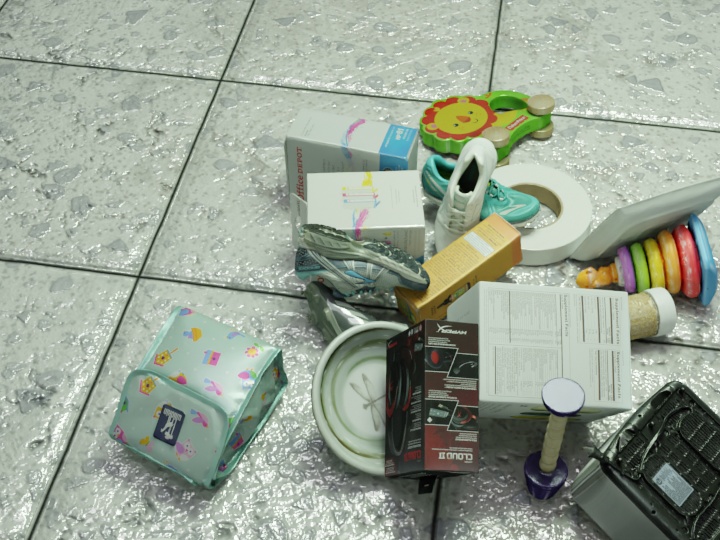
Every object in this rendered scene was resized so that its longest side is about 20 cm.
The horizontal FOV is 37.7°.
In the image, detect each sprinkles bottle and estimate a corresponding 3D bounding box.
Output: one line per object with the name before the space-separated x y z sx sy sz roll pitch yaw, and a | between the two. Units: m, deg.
sprinkles bottle | 0.347 0.076 1.505 0.198 0.069 0.069 -11 47 -10

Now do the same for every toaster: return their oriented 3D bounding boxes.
toaster | 0.372 0.252 1.283 0.200 0.119 0.180 45 58 12

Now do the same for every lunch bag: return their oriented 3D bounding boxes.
lunch bag | -0.214 0.171 1.383 0.169 0.122 0.201 22 59 17

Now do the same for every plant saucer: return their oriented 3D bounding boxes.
plant saucer | 0.024 0.170 1.395 0.198 0.050 0.202 5 76 -19

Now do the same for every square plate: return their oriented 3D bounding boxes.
square plate | 0.432 -0.071 1.570 0.196 0.200 0.029 -17 74 -15

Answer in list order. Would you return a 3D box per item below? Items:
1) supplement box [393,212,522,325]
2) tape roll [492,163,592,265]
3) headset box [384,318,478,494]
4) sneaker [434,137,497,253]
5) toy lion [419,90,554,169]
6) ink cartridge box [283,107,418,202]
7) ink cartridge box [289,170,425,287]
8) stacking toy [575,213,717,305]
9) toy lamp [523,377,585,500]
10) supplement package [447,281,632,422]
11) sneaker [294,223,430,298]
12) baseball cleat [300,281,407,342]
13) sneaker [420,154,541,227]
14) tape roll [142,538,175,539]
supplement box | 0.144 0.003 1.552 0.199 0.067 0.069 -36 54 -17
tape roll | 0.268 -0.091 1.682 0.200 0.037 0.204 0 48 0
headset box | 0.087 0.174 1.309 0.074 0.149 0.202 6 75 -16
sneaker | 0.149 -0.097 1.582 0.070 0.202 0.080 16 20 12
toy lion | 0.210 -0.258 1.831 0.199 0.069 0.191 -36 49 -29
ink cartridge box | -0.014 -0.165 1.677 0.198 0.145 0.085 11 47 10
ink cartridge box | -0.007 -0.061 1.593 0.198 0.129 0.126 -3 47 -1
stacking toy | 0.419 -0.002 1.571 0.198 0.116 0.111 -11 54 10
toy lamp | 0.232 0.212 1.286 0.058 0.201 0.059 -1 46 1
supplement package | 0.226 0.110 1.361 0.198 0.152 0.152 4 75 -10
sneaker | 0.000 0.000 1.495 0.198 0.087 0.078 18 17 -5
baseball cleat | 0.002 0.084 1.508 0.106 0.070 0.201 -22 60 -28
sneaker | 0.183 -0.122 1.633 0.198 0.080 0.078 20 50 18
tape roll | -0.241 0.405 1.208 0.200 0.037 0.204 0 46 0
